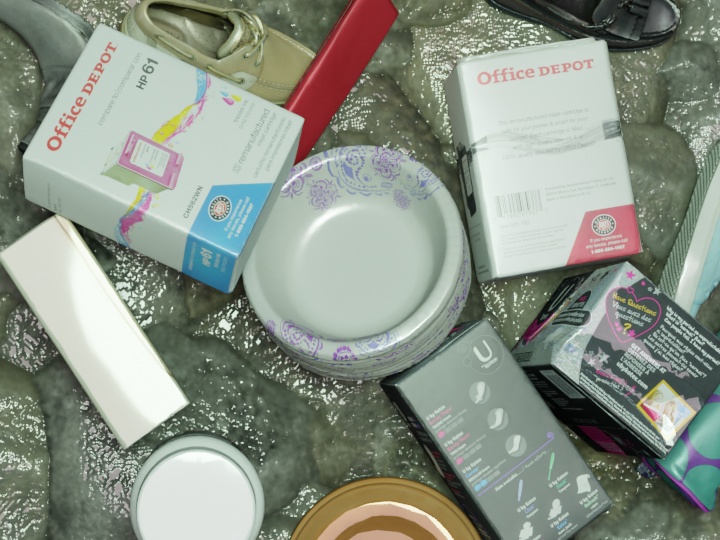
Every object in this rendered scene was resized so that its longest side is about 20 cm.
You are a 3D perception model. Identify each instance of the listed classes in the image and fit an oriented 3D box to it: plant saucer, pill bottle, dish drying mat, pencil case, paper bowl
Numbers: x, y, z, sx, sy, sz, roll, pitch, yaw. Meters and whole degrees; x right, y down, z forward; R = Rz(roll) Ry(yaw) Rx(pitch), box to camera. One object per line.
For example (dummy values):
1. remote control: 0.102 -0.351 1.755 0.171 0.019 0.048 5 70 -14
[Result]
1. plant saucer: 0.022 0.288 1.334 0.197 0.037 0.203 0 80 2
2. pill bottle: -0.138 0.197 1.256 0.112 0.200 0.116 0 86 -6
3. dish drying mat: -0.031 -0.174 1.361 0.018 0.077 0.201 28 82 26
4. pencil case: 0.343 0.122 1.376 0.201 0.085 0.092 -53 131 -8
5. paper bowl: 0.000 0.000 1.314 0.197 0.105 0.203 -4 65 10

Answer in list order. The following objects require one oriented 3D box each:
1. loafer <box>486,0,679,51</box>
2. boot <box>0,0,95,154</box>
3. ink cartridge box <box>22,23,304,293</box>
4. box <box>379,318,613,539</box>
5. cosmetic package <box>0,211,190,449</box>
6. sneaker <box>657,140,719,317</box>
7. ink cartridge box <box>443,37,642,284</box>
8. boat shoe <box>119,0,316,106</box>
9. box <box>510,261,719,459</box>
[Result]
1. loafer: 0.212 -0.256 1.397 0.197 0.063 0.073 13 85 -6
2. boot: -0.276 -0.162 1.330 0.198 0.070 0.133 31 82 -2
3. ink cartridge box: -0.167 -0.095 1.250 0.198 0.085 0.146 24 66 1
4. box: 0.119 0.154 1.328 0.105 0.122 0.201 -35 91 -8
5. cosmetic package: -0.234 0.054 1.305 0.073 0.104 0.201 -34 91 -8
6. sneaker: 0.341 -0.019 1.392 0.081 0.074 0.202 22 85 -1
7. ink cartridge box: 0.167 -0.100 1.371 0.143 0.083 0.203 -9 87 -7
8. boat shoe: -0.115 -0.200 1.331 0.198 0.065 0.073 14 70 -26
9. box: 0.222 0.078 1.307 0.132 0.200 0.115 39 81 -3
